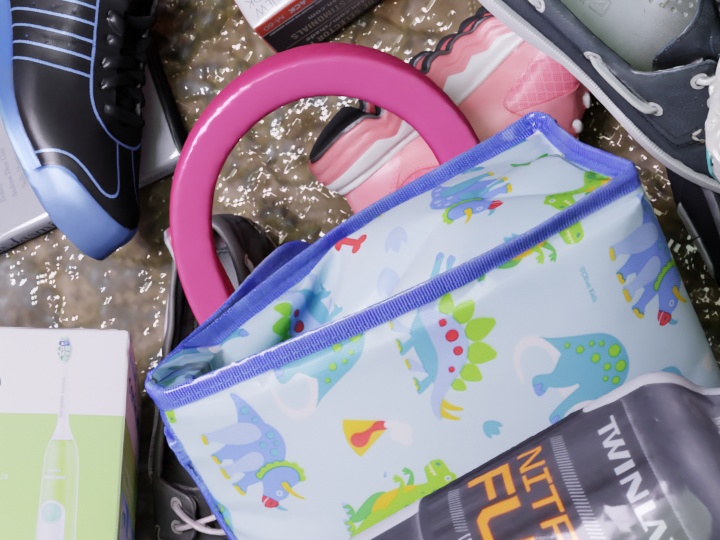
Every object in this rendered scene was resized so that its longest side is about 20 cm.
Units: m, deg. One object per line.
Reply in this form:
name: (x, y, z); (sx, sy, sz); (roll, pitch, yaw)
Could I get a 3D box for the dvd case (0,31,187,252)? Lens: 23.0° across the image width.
dvd case: (-0.194, -0.080, 0.901); (0.199, 0.018, 0.144); (-24, 75, 12)

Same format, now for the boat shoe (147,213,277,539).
boat shoe: (-0.070, 0.072, 0.816); (0.066, 0.057, 0.202); (-2, 80, 16)

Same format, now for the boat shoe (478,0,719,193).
boat shoe: (0.124, -0.093, 0.712); (0.199, 0.060, 0.076); (30, 81, 0)

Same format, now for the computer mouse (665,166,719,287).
computer mouse: (0.191, -0.059, 0.768); (0.140, 0.046, 0.201); (-28, 85, -10)

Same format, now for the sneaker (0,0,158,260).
sneaker: (-0.130, -0.108, 0.842); (0.077, 0.070, 0.202); (-24, 73, 17)

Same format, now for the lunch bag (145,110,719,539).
lunch bag: (0.036, 0.062, 0.705); (0.199, 0.127, 0.171); (-31, 112, -7)

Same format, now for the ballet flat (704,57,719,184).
ballet flat: (0.195, -0.112, 0.668); (0.071, 0.072, 0.201); (27, 83, 19)

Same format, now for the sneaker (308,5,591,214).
sneaker: (0.075, -0.080, 0.807); (0.199, 0.074, 0.087); (-36, 103, 0)

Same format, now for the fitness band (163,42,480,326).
fitness band: (0.000, 0.000, 0.764); (0.143, 0.037, 0.201); (-27, 110, 3)

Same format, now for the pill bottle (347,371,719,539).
pill bottle: (0.082, 0.104, 0.608); (0.199, 0.106, 0.107); (-31, 73, 10)

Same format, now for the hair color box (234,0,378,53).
hair color box: (-0.047, -0.216, 0.859); (0.111, 0.064, 0.201); (-34, 74, 7)

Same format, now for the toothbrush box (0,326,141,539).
toothbrush box: (-0.175, 0.132, 0.778); (0.144, 0.086, 0.202); (0, 66, -2)
